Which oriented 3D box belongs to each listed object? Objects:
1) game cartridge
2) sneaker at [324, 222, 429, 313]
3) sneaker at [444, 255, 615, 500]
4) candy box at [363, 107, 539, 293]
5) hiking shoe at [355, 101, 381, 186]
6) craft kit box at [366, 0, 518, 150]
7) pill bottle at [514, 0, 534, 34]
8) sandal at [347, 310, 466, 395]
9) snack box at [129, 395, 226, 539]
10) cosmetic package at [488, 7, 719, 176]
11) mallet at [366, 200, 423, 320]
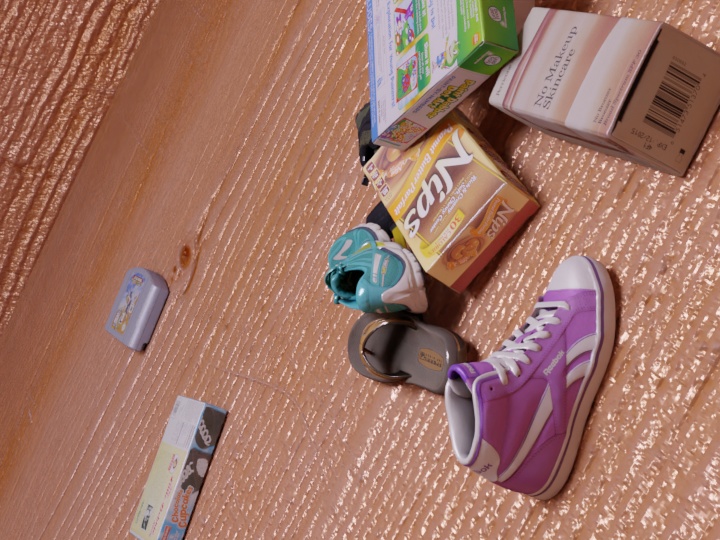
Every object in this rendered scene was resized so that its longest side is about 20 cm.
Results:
[{"bbox_3d":[-0.393,0.062,1.993,0.200,0.041,0.134,15,86,64],"label":"game cartridge"},{"bbox_3d":[0.000,0.000,1.147,0.200,0.079,0.078,-153,53,-69],"label":"sneaker"},{"bbox_3d":[0.130,0.068,0.891,0.073,0.114,0.201,-15,55,60],"label":"sneaker"},{"bbox_3d":[0.084,-0.084,1.130,0.116,0.055,0.200,-49,36,16],"label":"candy box"},{"bbox_3d":[0.057,-0.168,1.291,0.200,0.075,0.101,139,137,-58],"label":"hiking shoe"},{"bbox_3d":[0.073,-0.251,1.114,0.197,0.048,0.201,-39,47,54],"label":"craft kit box"},{"bbox_3d":[0.103,-0.289,1.239,0.113,0.112,0.200,-67,25,0],"label":"pill bottle"},{"bbox_3d":[0.033,0.082,1.113,0.200,0.054,0.082,18,105,61],"label":"sandal"},{"bbox_3d":[-0.247,0.273,1.532,0.116,0.037,0.201,0,69,63],"label":"snack box"},{"bbox_3d":[0.205,-0.157,0.961,0.104,0.087,0.200,-66,25,5],"label":"cosmetic package"},{"bbox_3d":[0.053,-0.013,1.201,0.066,0.041,0.201,-49,35,27],"label":"mallet"}]
